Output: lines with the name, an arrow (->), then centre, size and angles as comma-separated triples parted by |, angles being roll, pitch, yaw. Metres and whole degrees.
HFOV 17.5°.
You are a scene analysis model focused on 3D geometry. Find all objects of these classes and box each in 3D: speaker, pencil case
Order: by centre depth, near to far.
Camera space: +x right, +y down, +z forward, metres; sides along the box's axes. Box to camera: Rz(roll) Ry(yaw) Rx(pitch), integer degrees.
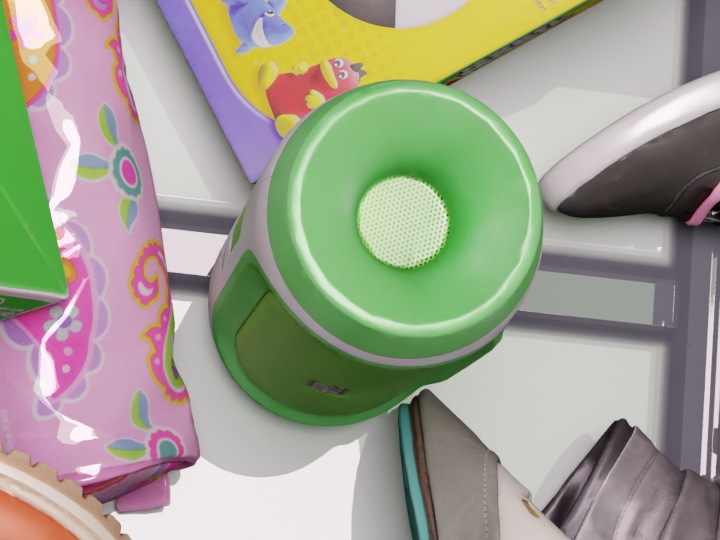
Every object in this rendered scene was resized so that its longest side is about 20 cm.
speaker -> 0.000, 0.000, 0.742 | 0.088, 0.200, 0.089 | 2, 80, -9
pencil case -> -0.107, -0.016, 0.791 | 0.087, 0.087, 0.202 | -9, 83, -11

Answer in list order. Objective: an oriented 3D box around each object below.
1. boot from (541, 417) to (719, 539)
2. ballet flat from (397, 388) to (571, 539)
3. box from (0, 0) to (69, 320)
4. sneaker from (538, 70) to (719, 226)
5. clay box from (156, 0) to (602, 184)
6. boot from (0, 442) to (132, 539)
boot -> 0.140, 0.088, 0.822 | 0.131, 0.070, 0.201 | 33, 72, 3
ballet flat -> 0.048, 0.118, 0.760 | 0.063, 0.068, 0.201 | -6, 43, 3
box -> -0.206, -0.064, 0.738 | 0.175, 0.097, 0.202 | -16, 81, 16
sneaker -> 0.167, -0.023, 0.840 | 0.199, 0.071, 0.100 | -14, 78, -16
clay box -> 0.025, -0.127, 0.806 | 0.199, 0.048, 0.115 | -29, 88, 13
boot -> -0.108, 0.131, 0.727 | 0.200, 0.075, 0.108 | 46, 50, -19
